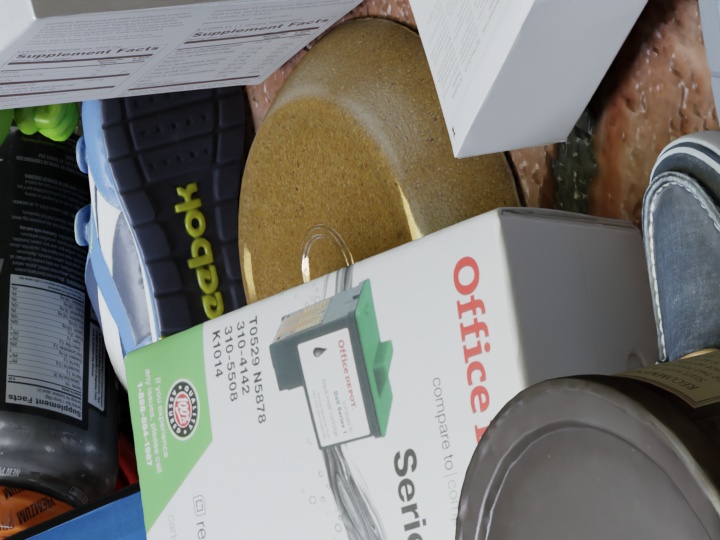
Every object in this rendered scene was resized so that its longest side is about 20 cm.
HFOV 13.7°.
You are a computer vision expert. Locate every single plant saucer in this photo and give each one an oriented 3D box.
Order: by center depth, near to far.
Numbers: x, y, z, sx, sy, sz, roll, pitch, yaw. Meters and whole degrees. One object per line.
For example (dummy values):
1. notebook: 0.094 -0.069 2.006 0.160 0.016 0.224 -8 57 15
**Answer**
1. plant saucer: 0.000 0.000 1.211 0.200 0.035 0.201 26 122 53

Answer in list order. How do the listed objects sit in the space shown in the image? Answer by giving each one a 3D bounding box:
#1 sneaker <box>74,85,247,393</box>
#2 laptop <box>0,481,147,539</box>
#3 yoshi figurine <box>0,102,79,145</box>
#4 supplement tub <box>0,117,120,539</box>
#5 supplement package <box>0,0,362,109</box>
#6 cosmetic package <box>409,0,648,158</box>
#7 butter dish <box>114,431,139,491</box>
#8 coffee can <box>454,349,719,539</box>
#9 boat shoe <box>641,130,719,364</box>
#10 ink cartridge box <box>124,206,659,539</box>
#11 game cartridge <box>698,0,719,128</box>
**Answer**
1. sneaker: -0.092 -0.027 1.321 0.082 0.074 0.201 2 100 61
2. laptop: -0.062 0.143 1.206 0.200 0.103 0.178 -50 56 46
3. yoshi figurine: -0.174 -0.097 1.317 0.112 0.112 0.200 59 -168 -7
4. supplement tub: -0.169 0.042 1.367 0.123 0.122 0.201 135 140 -54
5. supplement package: -0.106 -0.181 1.208 0.111 0.155 0.201 -32 70 57
6. cosmetic package: 0.067 -0.122 1.009 0.200 0.050 0.083 117 142 -62
7. butter dish: -0.198 0.148 1.477 0.199 0.147 0.201 42 134 46
8. coffee can: 0.147 0.085 0.833 0.146 0.199 0.147 25 120 54
9. boat shoe: 0.118 0.051 0.978 0.071 0.090 0.201 -40 65 55
10. ink cartridge box: 0.016 0.074 1.090 0.199 0.084 0.147 -22 70 41
11. game cartridge: 0.154 -0.115 0.923 0.133 0.041 0.201 12 110 53
